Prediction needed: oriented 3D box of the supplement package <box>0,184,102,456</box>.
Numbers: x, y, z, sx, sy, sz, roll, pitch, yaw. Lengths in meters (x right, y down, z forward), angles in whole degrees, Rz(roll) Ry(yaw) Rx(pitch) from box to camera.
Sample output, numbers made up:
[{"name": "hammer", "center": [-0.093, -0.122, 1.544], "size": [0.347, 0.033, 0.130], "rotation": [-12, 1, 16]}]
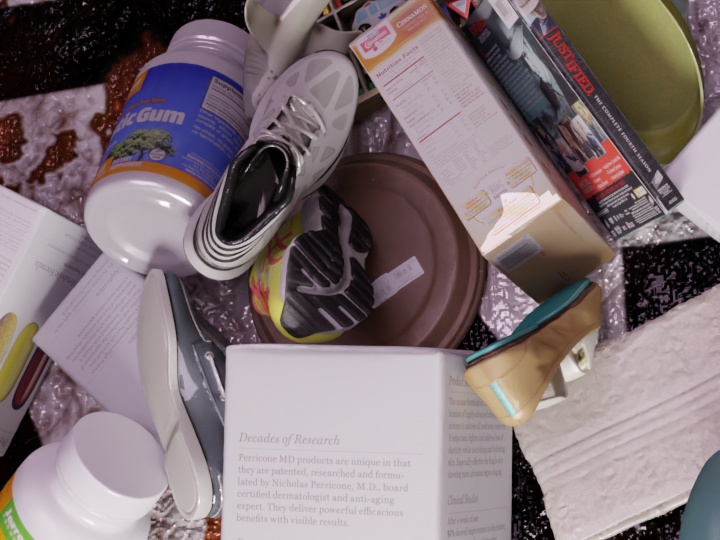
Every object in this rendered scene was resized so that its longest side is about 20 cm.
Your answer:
[{"name": "supplement package", "center": [-0.312, 0.033, 1.622], "size": [0.109, 0.114, 0.200], "rotation": [25, 87, 26]}]

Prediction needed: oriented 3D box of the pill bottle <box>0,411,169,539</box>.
[{"name": "pill bottle", "center": [-0.228, 0.200, 1.504], "size": [0.200, 0.111, 0.111], "rotation": [-51, 61, 31]}]

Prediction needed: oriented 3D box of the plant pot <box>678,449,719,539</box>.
[{"name": "plant pot", "center": [0.298, 0.195, 1.301], "size": [0.200, 0.201, 0.161], "rotation": [-15, 59, 17]}]

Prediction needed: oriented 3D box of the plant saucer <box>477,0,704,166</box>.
[{"name": "plant saucer", "center": [0.174, -0.164, 1.461], "size": [0.200, 0.200, 0.031], "rotation": [32, 56, 26]}]

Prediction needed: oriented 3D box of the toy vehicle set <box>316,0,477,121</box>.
[{"name": "toy vehicle set", "center": [0.018, -0.201, 1.605], "size": [0.200, 0.027, 0.125], "rotation": [-28, 67, 12]}]

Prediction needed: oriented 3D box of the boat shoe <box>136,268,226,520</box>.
[{"name": "boat shoe", "center": [-0.120, 0.090, 1.479], "size": [0.062, 0.073, 0.200], "rotation": [-2, 60, -25]}]

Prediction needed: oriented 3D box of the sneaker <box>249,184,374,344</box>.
[{"name": "sneaker", "center": [-0.044, 0.013, 1.473], "size": [0.090, 0.200, 0.078], "rotation": [-39, 102, 19]}]

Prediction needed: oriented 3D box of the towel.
[{"name": "towel", "center": [0.211, 0.105, 1.442], "size": [0.200, 0.034, 0.133], "rotation": [-27, 66, 14]}]

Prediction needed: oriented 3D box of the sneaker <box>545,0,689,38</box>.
[{"name": "sneaker", "center": [0.165, -0.228, 1.497], "size": [0.200, 0.118, 0.074], "rotation": [30, 61, 21]}]

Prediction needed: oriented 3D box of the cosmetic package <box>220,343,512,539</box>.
[{"name": "cosmetic package", "center": [0.008, 0.156, 1.418], "size": [0.166, 0.167, 0.201], "rotation": [-1, 85, 22]}]

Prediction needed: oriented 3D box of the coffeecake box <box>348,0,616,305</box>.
[{"name": "coffeecake box", "center": [0.091, -0.089, 1.475], "size": [0.073, 0.153, 0.200], "rotation": [-35, 66, 10]}]

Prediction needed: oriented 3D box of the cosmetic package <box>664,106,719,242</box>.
[{"name": "cosmetic package", "center": [0.303, -0.113, 1.423], "size": [0.074, 0.102, 0.200], "rotation": [40, 94, 10]}]

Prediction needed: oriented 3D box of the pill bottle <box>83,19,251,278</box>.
[{"name": "pill bottle", "center": [-0.137, -0.101, 1.562], "size": [0.112, 0.112, 0.200], "rotation": [-3, 47, 20]}]

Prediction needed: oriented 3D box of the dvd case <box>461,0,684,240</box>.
[{"name": "dvd case", "center": [0.149, -0.115, 1.431], "size": [0.022, 0.146, 0.200], "rotation": [-37, 88, -9]}]

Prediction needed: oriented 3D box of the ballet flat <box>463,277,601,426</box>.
[{"name": "ballet flat", "center": [0.130, 0.061, 1.416], "size": [0.069, 0.200, 0.063], "rotation": [-31, 90, 32]}]

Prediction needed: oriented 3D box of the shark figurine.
[{"name": "shark figurine", "center": [-0.039, -0.219, 1.532], "size": [0.214, 0.128, 0.089], "rotation": [-45, 48, -8]}]

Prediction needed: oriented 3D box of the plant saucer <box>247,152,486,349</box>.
[{"name": "plant saucer", "center": [0.000, 0.000, 1.556], "size": [0.199, 0.029, 0.201], "rotation": [-6, 73, 19]}]

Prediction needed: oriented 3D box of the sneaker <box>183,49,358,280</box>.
[{"name": "sneaker", "center": [-0.048, -0.086, 1.437], "size": [0.076, 0.115, 0.201], "rotation": [34, 71, -8]}]

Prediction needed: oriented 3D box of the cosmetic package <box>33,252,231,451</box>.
[{"name": "cosmetic package", "center": [-0.150, 0.082, 1.560], "size": [0.200, 0.074, 0.102], "rotation": [41, 92, 23]}]
